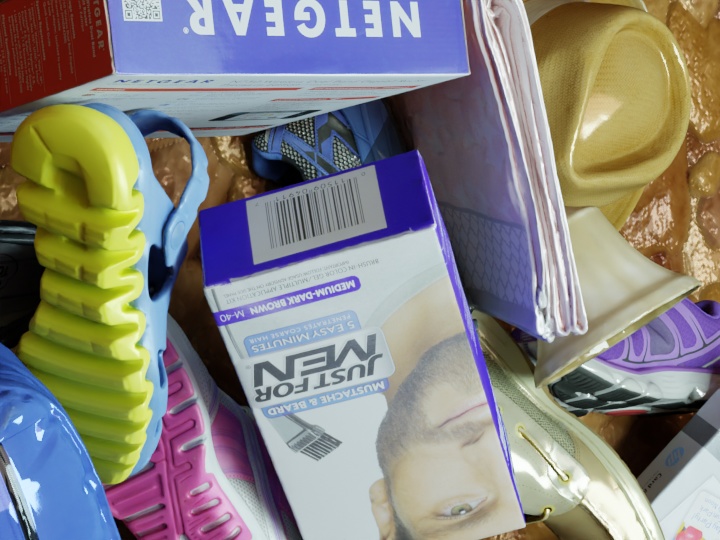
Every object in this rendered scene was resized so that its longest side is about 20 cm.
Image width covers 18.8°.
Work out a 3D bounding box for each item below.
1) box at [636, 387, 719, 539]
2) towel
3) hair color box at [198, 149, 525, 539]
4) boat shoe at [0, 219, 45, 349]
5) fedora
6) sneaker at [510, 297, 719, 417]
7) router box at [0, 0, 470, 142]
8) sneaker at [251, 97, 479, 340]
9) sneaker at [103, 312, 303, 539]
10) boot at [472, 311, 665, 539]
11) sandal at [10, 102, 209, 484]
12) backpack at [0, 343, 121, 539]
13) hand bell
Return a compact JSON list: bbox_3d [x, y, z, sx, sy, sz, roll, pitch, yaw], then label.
[{"bbox_3d":[0.221,0.175,1.290,0.156,0.041,0.200,43,91,-17],"label":"box"},{"bbox_3d":[0.046,-0.069,1.115,0.032,0.200,0.191,-17,104,-17],"label":"towel"},{"bbox_3d":[0.003,0.049,1.032,0.109,0.065,0.200,-15,130,5],"label":"hair color box"},{"bbox_3d":[-0.205,0.014,0.988,0.199,0.066,0.075,-4,93,-39],"label":"boat shoe"},{"bbox_3d":[0.128,-0.093,1.248,0.200,0.082,0.201,-1,91,-39],"label":"fedora"},{"bbox_3d":[0.150,0.043,1.290,0.200,0.081,0.084,5,74,-48],"label":"sneaker"},{"bbox_3d":[-0.081,-0.098,1.012,0.200,0.179,0.049,-4,86,-40],"label":"router box"},{"bbox_3d":[0.000,0.000,1.138,0.078,0.075,0.200,-18,74,-17],"label":"sneaker"},{"bbox_3d":[-0.085,0.097,1.084,0.200,0.081,0.088,67,21,-13],"label":"sneaker"},{"bbox_3d":[0.060,0.128,1.177,0.155,0.073,0.200,-40,92,-31],"label":"boot"},{"bbox_3d":[-0.106,0.007,0.985,0.087,0.079,0.200,-37,144,-50],"label":"sandal"},{"bbox_3d":[-0.198,0.130,0.916,0.200,0.168,0.163,-22,115,-21],"label":"backpack"},{"bbox_3d":[0.084,-0.047,1.169,0.104,0.104,0.200,-27,81,-36],"label":"hand bell"}]
